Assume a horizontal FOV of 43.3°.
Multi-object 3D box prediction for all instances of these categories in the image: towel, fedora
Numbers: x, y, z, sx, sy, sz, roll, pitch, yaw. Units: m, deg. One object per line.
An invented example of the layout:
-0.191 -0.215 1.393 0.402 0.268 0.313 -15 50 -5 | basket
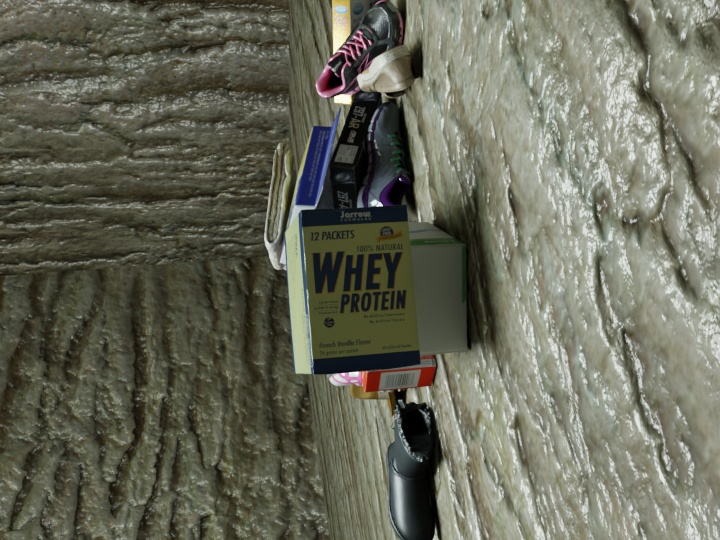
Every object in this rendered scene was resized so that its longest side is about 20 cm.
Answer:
-0.139 -0.113 1.618 0.133 0.034 0.201 84 -170 -69 | towel
0.015 0.188 1.708 0.201 0.081 0.202 169 90 -88 | fedora

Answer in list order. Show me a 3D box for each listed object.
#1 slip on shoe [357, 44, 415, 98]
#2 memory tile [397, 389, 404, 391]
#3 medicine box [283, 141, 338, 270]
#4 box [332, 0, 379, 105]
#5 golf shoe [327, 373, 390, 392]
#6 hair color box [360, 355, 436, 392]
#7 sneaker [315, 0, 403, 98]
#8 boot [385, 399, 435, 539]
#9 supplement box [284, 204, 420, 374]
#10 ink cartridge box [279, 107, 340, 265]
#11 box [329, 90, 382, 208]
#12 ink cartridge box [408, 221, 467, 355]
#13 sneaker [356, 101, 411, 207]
0.046 -0.295 1.408 0.061 0.076 0.200 64 170 -4 | slip on shoe
0.068 0.101 1.616 0.154 0.017 0.201 -103 11 -46 | memory tile
-0.060 -0.106 1.698 0.182 0.103 0.201 -36 34 56 | medicine box
-0.005 -0.398 1.569 0.119 0.041 0.201 -38 -48 -55 | box
0.015 0.180 1.574 0.200 0.072 0.092 -27 96 50 | golf shoe
0.045 0.088 1.440 0.064 0.110 0.201 97 166 -50 | hair color box
-0.007 -0.344 1.451 0.079 0.095 0.200 49 134 8 | sneaker
0.085 0.319 1.440 0.163 0.073 0.199 102 162 -52 | boot
-0.017 0.030 1.173 0.200 0.133 0.201 148 117 -78 | supplement box
-0.086 -0.142 1.514 0.201 0.047 0.198 108 173 -48 | ink cartridge box
-0.003 -0.186 1.543 0.161 0.043 0.201 85 -162 -49 | box
0.081 0.019 1.247 0.200 0.087 0.146 -137 44 -75 | ink cartridge box
0.056 -0.173 1.466 0.087 0.074 0.201 6 85 40 | sneaker
